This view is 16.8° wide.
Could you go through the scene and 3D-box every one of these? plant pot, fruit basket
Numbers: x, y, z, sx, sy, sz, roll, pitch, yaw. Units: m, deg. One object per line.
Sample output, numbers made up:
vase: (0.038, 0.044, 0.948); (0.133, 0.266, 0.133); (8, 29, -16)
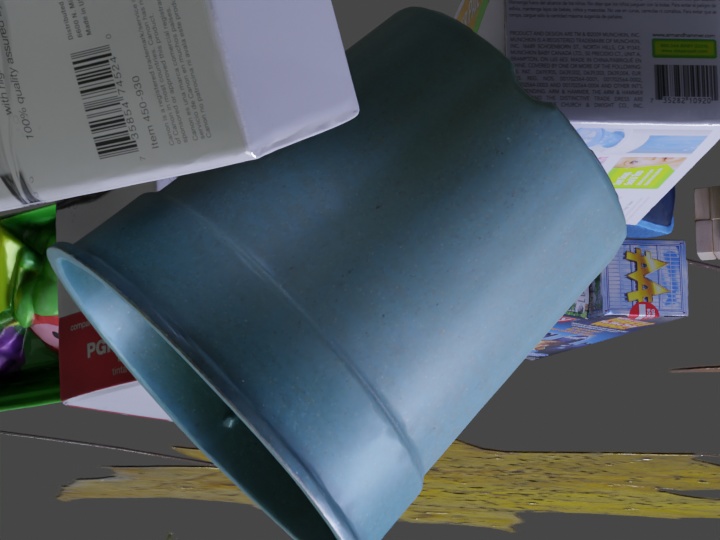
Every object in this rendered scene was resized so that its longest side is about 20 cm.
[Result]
plant pot: (0.000, 0.000, 1.085); (0.196, 0.200, 0.200); (-43, 175, -12)
fruit basket: (-0.257, 0.022, 1.684); (0.216, 0.156, 0.216); (-12, -179, 0)

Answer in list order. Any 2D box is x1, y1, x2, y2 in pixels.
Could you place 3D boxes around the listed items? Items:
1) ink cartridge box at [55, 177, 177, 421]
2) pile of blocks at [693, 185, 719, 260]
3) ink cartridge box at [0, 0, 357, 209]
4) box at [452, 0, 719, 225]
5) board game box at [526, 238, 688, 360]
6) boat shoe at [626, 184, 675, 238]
ink cartridge box: (-0.086, -0.023, 1.324); (0.083, 0.200, 0.147); (-16, 161, 40)
pile of blocks: (0.284, -0.036, 1.591); (0.082, 0.062, 0.200); (4, 167, -19)
ink cartridge box: (-0.118, -0.108, 0.998); (0.200, 0.147, 0.083); (-9, -170, 35)
box: (0.107, -0.094, 1.230); (0.112, 0.101, 0.200); (1, 167, -6)
board game box: (0.133, 0.015, 1.815); (0.200, 0.062, 0.200); (10, 163, -43)
boat shoe: (0.111, -0.068, 1.438); (0.084, 0.069, 0.200); (1, 170, 37)
